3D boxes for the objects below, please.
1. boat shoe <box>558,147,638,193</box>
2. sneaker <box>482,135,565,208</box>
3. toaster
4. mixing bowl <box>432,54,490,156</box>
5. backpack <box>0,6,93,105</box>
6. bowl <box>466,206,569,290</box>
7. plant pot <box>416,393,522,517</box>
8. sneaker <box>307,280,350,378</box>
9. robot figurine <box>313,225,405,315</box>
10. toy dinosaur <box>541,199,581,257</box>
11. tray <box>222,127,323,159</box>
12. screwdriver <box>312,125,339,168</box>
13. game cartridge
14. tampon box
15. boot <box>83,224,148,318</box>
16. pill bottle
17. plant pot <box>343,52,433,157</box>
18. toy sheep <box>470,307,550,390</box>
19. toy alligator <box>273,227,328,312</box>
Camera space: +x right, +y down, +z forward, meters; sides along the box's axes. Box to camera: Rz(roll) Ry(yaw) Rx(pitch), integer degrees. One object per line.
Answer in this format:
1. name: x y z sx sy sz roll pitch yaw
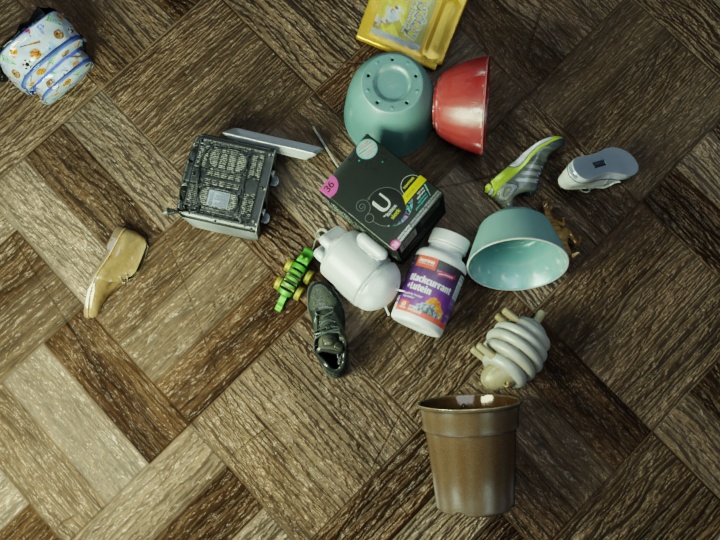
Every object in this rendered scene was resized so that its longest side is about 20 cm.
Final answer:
1. boat shoe: 0.489 -0.198 1.541 0.201 0.086 0.075 -16 74 -32
2. sneaker: 0.354 -0.206 1.548 0.200 0.074 0.081 -40 89 1
3. toaster: -0.276 -0.168 1.511 0.198 0.119 0.183 12 80 1
4. mixing bowl: 0.206 -0.338 1.510 0.107 0.200 0.202 5 80 12
5. backpack: -0.651 -0.441 1.524 0.154 0.190 0.200 42 83 -10
6. bowl: 0.309 -0.053 1.468 0.199 0.201 0.106 3 61 1
7. plant pot: 0.210 0.346 1.395 0.198 0.200 0.200 -3 89 0
8. sneaker: -0.063 0.112 1.467 0.075 0.114 0.201 -9 78 -3
9. robot figurine: 0.000 0.000 1.470 0.200 0.170 0.113 42 49 13
10. toy dinosaur: 0.407 -0.060 1.495 0.060 0.106 0.201 -38 39 21
11. tray: -0.181 -0.263 1.541 0.198 0.107 0.022 13 105 2
12. screwdriver: -0.053 -0.223 1.569 0.029 0.028 0.201 -41 79 23
13. game cartridge: 0.111 -0.547 1.586 0.198 0.032 0.178 23 105 4
14. tampon box: 0.047 -0.138 1.462 0.200 0.126 0.150 39 85 15
15. boot: -0.501 0.011 1.509 0.075 0.074 0.202 23 79 -6
16. pill bottle: 0.147 0.022 1.481 0.111 0.111 0.202 22 81 4
17. plant pot: 0.062 -0.354 1.522 0.198 0.161 0.203 0 79 0
18. toy sheep: 0.304 0.152 1.453 0.138 0.138 0.200 38 76 6
19. toy alligator: -0.123 -0.007 1.515 0.059 0.054 0.201 29 81 4
